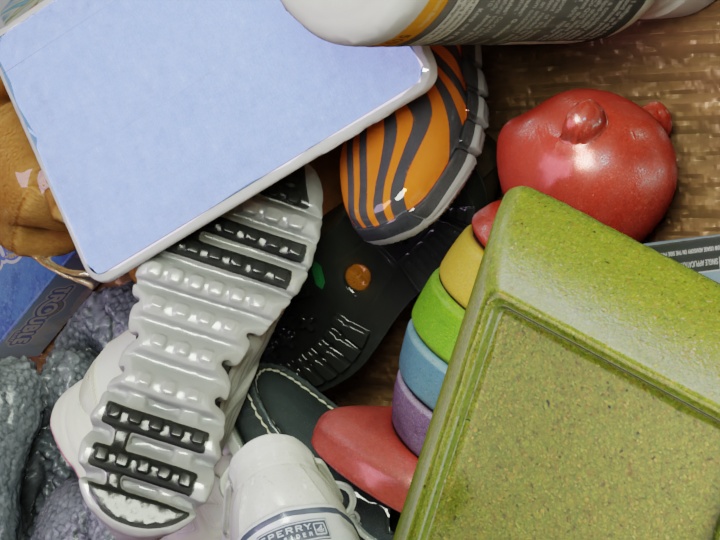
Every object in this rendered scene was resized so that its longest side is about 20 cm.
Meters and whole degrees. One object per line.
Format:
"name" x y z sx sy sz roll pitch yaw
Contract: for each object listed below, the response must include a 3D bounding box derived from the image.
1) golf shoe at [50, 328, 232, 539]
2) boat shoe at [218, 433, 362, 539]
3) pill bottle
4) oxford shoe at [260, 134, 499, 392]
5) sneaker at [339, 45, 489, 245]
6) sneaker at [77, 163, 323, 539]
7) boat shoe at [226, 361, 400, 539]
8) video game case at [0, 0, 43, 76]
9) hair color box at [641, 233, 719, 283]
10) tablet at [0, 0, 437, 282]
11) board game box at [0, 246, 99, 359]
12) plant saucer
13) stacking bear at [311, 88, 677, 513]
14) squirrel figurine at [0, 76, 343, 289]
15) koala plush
"golf shoe" -0.068 0.107 1.376 0.200 0.075 0.092 45 119 19
"boat shoe" -0.034 0.123 1.258 0.202 0.074 0.087 77 176 -64
"pill bottle" 0.063 -0.152 1.192 0.116 0.199 0.117 6 98 49
"oxford shoe" 0.000 0.000 1.380 0.200 0.084 0.073 -35 94 33
"sneaker" 0.004 -0.116 1.275 0.077 0.112 0.201 -15 51 33
"sneaker" -0.076 0.036 1.314 0.081 0.075 0.201 100 -167 -70
"boat shoe" 0.015 0.112 1.347 0.200 0.076 0.060 45 128 -2
"video game case" -0.113 -0.183 1.405 0.022 0.182 0.200 59 178 -36
"hair color box" 0.172 0.084 1.193 0.099 0.060 0.201 -8 88 49
"tablet" -0.069 -0.094 1.266 0.199 0.014 0.131 -30 79 26
"board game box" -0.191 -0.085 1.628 0.200 0.043 0.200 -47 60 42
"plant saucer" 0.099 0.094 1.166 0.199 0.048 0.201 28 111 30
"stacking bear" 0.078 0.013 1.269 0.114 0.121 0.201 37 115 39
"squirrel figurine" -0.095 -0.078 1.400 0.200 0.186 0.142 -53 55 38
"koala plush" -0.143 0.142 1.509 0.200 0.177 0.185 49 140 35
